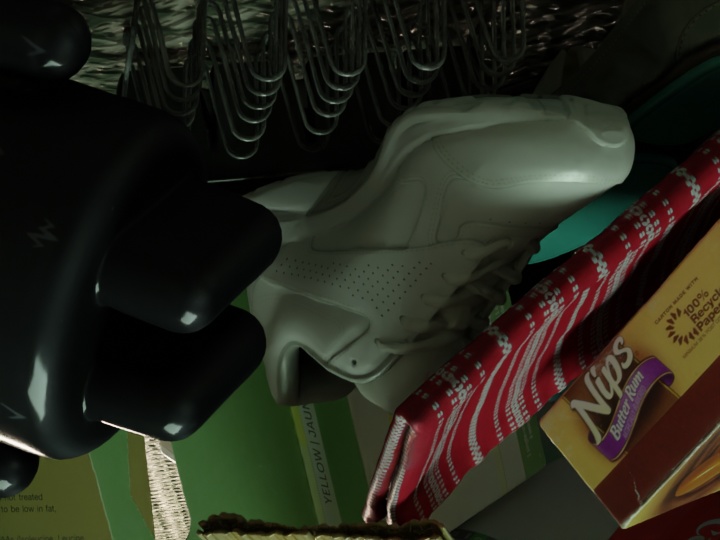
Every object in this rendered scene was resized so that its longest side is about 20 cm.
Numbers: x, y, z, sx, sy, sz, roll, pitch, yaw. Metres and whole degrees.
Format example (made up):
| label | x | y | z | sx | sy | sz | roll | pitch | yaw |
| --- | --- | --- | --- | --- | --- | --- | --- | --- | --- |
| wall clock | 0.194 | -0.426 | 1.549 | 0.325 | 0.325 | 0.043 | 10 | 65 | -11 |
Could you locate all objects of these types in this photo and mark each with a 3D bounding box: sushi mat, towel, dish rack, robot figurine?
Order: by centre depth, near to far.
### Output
| label | x | y | z | sx | sy | sz | roll | pitch | yaw |
| --- | --- | --- | --- | --- | --- | --- | --- | --- | --- |
| robot figurine | -0.130 | -0.010 | 0.864 | 0.199 | 0.151 | 0.125 | 19 | 171 | 15 |
| dish rack | -0.011 | -0.077 | 0.898 | 0.153 | 0.055 | 0.200 | -6 | 168 | -10 |
| towel | 0.084 | 0.013 | 0.918 | 0.200 | 0.022 | 0.145 | -39 | 167 | -17 |
| sushi mat | 0.012 | 0.134 | 1.008 | 0.095 | 0.012 | 0.200 | 2 | 155 | 19 |

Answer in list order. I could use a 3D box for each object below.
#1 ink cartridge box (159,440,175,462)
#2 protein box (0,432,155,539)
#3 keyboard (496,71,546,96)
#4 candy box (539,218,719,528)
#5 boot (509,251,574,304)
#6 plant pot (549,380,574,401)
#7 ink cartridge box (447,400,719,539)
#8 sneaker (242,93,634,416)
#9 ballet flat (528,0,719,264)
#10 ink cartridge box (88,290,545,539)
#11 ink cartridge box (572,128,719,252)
| label | x | y | z | sx | sy | sz | roll | pitch | yaw |
| --- | --- | --- | --- | --- | --- | --- | --- | --- | --- |
| ink cartridge box | 0.030 | 0.125 | 1.318 | 0.200 | 0.044 | 0.198 | 14 | -169 | -45 |
| protein box | -0.214 | 0.087 | 1.177 | 0.198 | 0.201 | 0.135 | 3 | 164 | -42 |
| keyboard | 0.113 | -0.074 | 1.074 | 0.199 | 0.021 | 0.127 | -15 | 165 | 33 |
| candy box | 0.170 | 0.024 | 0.983 | 0.200 | 0.057 | 0.117 | -15 | 150 | -51 |
| boot | 0.000 | 0.000 | 1.161 | 0.199 | 0.074 | 0.075 | -13 | -155 | -10 |
| plant pot | 0.164 | 0.068 | 1.270 | 0.199 | 0.201 | 0.188 | -16 | 173 | 33 |
| ink cartridge box | 0.091 | 0.106 | 1.110 | 0.199 | 0.050 | 0.161 | -8 | -162 | 33 |
| sneaker | 0.030 | 0.000 | 0.915 | 0.078 | 0.100 | 0.200 | 3 | 162 | -35 |
| ballet flat | 0.102 | -0.066 | 0.975 | 0.067 | 0.064 | 0.200 | 6 | 155 | -27 |
| ink cartridge box | -0.016 | 0.055 | 1.043 | 0.048 | 0.146 | 0.200 | 6 | -153 | 44 |
| ink cartridge box | 0.141 | -0.037 | 1.121 | 0.119 | 0.042 | 0.200 | -13 | 169 | 22 |
